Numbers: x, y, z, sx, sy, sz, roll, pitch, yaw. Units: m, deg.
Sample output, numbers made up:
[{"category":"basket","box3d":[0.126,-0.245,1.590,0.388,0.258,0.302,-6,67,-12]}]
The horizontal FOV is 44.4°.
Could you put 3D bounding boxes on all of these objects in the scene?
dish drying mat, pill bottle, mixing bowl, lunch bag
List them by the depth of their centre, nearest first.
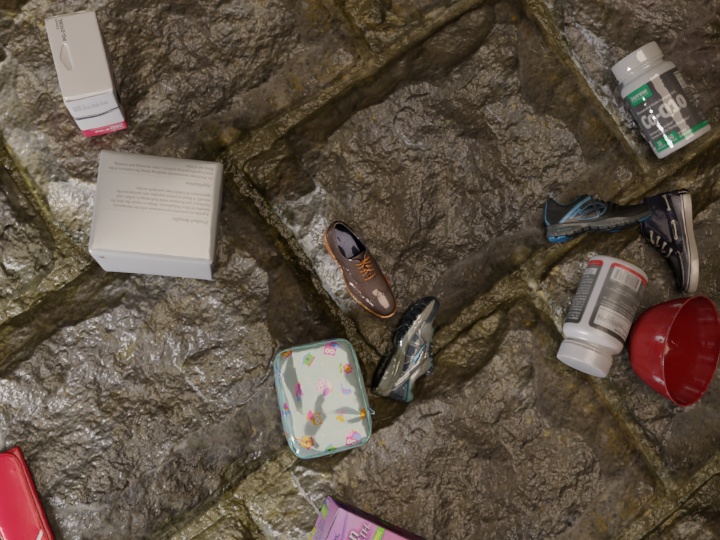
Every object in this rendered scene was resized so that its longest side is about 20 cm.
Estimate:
[{"category":"dish drying mat","box3d":[-0.573,0.402,1.476,0.076,0.018,0.201,-22,86,-9]},{"category":"lunch bag","box3d":[-0.062,0.224,1.544,0.159,0.077,0.202,-12,84,-11]},{"category":"mixing bowl","box3d":[0.558,0.137,1.609,0.199,0.108,0.202,-8,102,-41]},{"category":"pill bottle","box3d":[0.439,0.084,1.616,0.113,0.114,0.201,25,80,-4]},{"category":"pill bottle","box3d":[0.572,-0.327,1.692,0.113,0.113,0.201,-29,87,-11]}]

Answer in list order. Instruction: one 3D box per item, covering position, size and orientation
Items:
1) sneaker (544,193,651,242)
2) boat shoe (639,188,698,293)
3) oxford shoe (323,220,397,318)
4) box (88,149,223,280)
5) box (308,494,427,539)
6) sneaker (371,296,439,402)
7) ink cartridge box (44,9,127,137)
[{"category":"sneaker","box3d":[0.443,-0.109,1.652,0.198,0.073,0.083,-8,79,2]},{"category":"boat shoe","box3d":[0.585,-0.054,1.685,0.092,0.075,0.202,-4,79,4]},{"category":"oxford shoe","box3d":[0.000,0.000,1.585,0.071,0.073,0.201,-37,89,-12]},{"category":"box","box3d":[-0.336,-0.086,1.485,0.197,0.200,0.173,5,80,-8]},{"category":"box","box3d":[0.024,0.468,1.472,0.199,0.176,0.097,25,80,-4]},{"category":"sneaker","box3d":[0.097,0.143,1.589,0.086,0.078,0.201,30,86,-15]},{"category":"ink cartridge box","box3d":[-0.461,-0.330,1.499,0.084,0.200,0.146,-14,85,-10]}]
